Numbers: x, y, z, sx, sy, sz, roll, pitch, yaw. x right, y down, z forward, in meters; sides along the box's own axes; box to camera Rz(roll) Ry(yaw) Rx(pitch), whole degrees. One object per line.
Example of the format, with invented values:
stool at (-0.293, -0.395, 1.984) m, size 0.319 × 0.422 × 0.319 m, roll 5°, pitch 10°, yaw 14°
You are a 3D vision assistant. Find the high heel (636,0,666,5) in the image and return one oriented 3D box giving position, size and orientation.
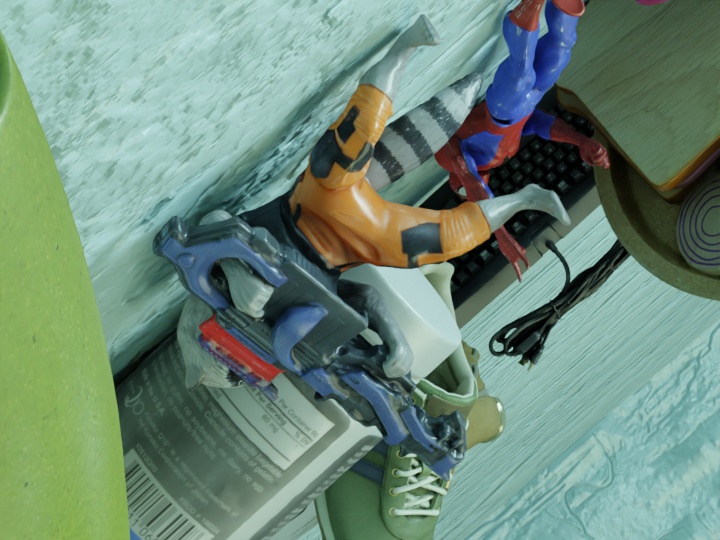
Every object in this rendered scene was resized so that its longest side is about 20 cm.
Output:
high heel at (0.222, -0.192, 1.101) m, size 0.199 × 0.067 × 0.096 m, roll -25°, pitch 154°, yaw -37°

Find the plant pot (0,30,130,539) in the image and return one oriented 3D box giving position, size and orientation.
plant pot at (-0.147, 0.018, 0.583) m, size 0.186 × 0.187 × 0.201 m, roll -31°, pitch 150°, yaw -35°

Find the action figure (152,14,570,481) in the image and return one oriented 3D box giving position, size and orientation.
action figure at (0.000, 0.000, 1.004) m, size 0.193 × 0.200 × 0.105 m, roll -35°, pitch -147°, yaw 10°

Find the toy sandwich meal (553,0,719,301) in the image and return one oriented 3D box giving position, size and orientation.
toy sandwich meal at (0.195, -0.085, 1.120) m, size 0.205 × 0.206 × 0.070 m, roll -43°, pitch 149°, yaw 13°

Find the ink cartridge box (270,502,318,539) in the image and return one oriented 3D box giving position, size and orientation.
ink cartridge box at (-0.044, 0.099, 1.297) m, size 0.146 × 0.083 × 0.200 m, roll -32°, pitch 164°, yaw -34°

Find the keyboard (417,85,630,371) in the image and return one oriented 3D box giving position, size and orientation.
keyboard at (0.098, -0.025, 1.205) m, size 0.200 × 0.127 × 0.021 m, roll -42°, pitch 148°, yaw 5°

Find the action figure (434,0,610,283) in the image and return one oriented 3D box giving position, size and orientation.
action figure at (0.097, -0.074, 1.101) m, size 0.065 × 0.099 × 0.200 m, roll -31°, pitch 167°, yaw -29°

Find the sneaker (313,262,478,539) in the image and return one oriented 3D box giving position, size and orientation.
sneaker at (0.023, 0.084, 1.161) m, size 0.067 × 0.202 × 0.089 m, roll 0°, pitch 172°, yaw -43°

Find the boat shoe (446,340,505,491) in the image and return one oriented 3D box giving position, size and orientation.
boat shoe at (0.060, 0.089, 1.393) m, size 0.200 × 0.076 × 0.072 m, roll -86°, pitch -160°, yaw -62°

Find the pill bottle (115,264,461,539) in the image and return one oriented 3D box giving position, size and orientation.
pill bottle at (-0.051, 0.066, 1.099) m, size 0.200 × 0.114 × 0.114 m, roll -42°, pitch 167°, yaw 10°
